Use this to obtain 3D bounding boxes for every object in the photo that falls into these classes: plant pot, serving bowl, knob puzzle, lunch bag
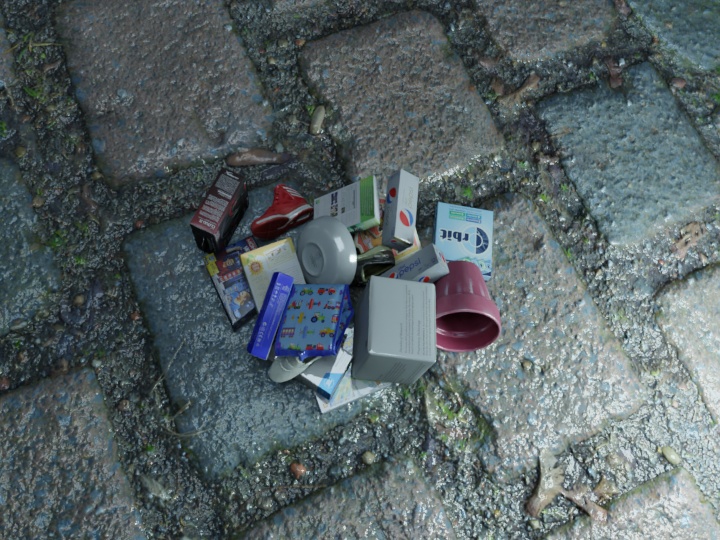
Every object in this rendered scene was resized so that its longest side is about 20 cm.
[{"bbox_3d":[0.260,0.084,1.562,0.194,0.202,0.183,7,53,-4],"label":"plant pot"},{"bbox_3d":[-0.101,-0.035,1.544,0.065,0.200,0.203,-14,67,-47],"label":"serving bowl"},{"bbox_3d":[0.069,-0.111,1.637,0.213,0.030,0.227,-2,95,-20],"label":"knob puzzle"},{"bbox_3d":[-0.111,0.128,1.401,0.146,0.096,0.202,0,38,15],"label":"lunch bag"}]

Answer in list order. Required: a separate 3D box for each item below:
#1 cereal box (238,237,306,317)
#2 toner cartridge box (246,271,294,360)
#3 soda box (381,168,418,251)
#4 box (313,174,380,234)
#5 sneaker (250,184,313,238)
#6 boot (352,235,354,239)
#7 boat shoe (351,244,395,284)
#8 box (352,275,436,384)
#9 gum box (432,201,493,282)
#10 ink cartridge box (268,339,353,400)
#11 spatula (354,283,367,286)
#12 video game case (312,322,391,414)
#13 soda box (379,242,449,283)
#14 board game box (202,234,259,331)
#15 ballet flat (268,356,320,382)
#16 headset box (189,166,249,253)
[{"bbox_3d":[-0.212,0.035,1.523,0.141,0.039,0.206,-19,94,-19],"label":"cereal box"},{"bbox_3d":[-0.218,0.107,1.448,0.042,0.095,0.205,20,83,-15],"label":"toner cartridge box"},{"bbox_3d":[0.107,-0.160,1.599,0.067,0.063,0.206,20,65,-29],"label":"soda box"},{"bbox_3d":[-0.039,-0.159,1.615,0.196,0.036,0.148,-19,53,26],"label":"box"},{"bbox_3d":[-0.235,-0.164,1.645,0.197,0.079,0.116,-21,61,-38],"label":"sneaker"},{"bbox_3d":[-0.005,-0.094,1.657,0.182,0.065,0.204,19,68,7],"label":"boot"},{"bbox_3d":[0.001,0.000,1.587,0.197,0.072,0.067,-26,47,3],"label":"boat shoe"},{"bbox_3d":[0.079,0.151,1.477,0.166,0.200,0.206,7,64,-10],"label":"box"},{"bbox_3d":[0.288,-0.082,1.696,0.165,0.045,0.206,9,69,-4],"label":"gum box"},{"bbox_3d":[-0.129,0.214,1.495,0.197,0.068,0.117,31,68,6],"label":"ink cartridge box"},{"bbox_3d":[0.078,0.018,1.636,0.194,0.057,0.021,-15,102,-6],"label":"spatula"},{"bbox_3d":[-0.042,0.244,1.542,0.195,0.022,0.186,-19,73,-14],"label":"video game case"},{"bbox_3d":[0.130,0.015,1.565,0.198,0.063,0.070,-33,49,22],"label":"soda box"},{"bbox_3d":[-0.284,0.021,1.577,0.196,0.062,0.203,-24,74,-16],"label":"board game box"},{"bbox_3d":[-0.132,0.195,1.430,0.196,0.070,0.070,-27,74,-16],"label":"ballet flat"},{"bbox_3d":[-0.372,-0.142,1.581,0.073,0.149,0.204,23,67,3],"label":"headset box"}]
